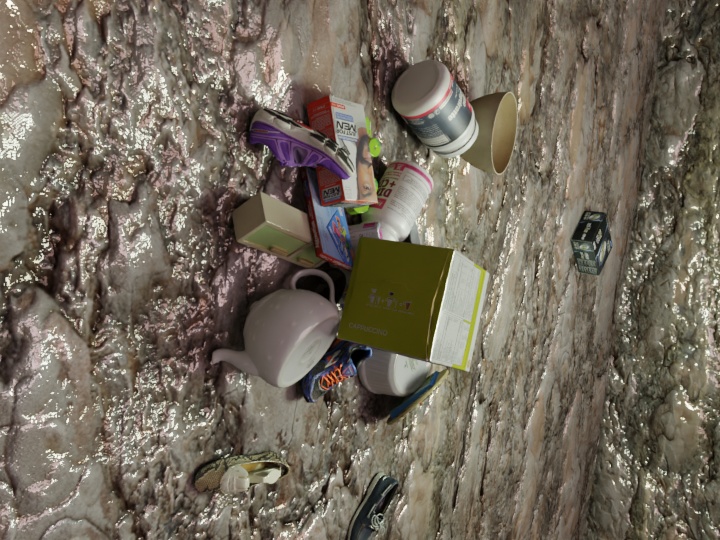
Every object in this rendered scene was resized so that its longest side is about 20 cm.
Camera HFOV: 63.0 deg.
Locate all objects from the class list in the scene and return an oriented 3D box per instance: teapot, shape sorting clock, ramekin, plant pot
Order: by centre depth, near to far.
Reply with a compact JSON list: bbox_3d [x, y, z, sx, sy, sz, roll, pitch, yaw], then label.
[{"bbox_3d":[-0.141,0.103,1.080,0.198,0.146,0.200,-59,160,19],"label":"teapot"},{"bbox_3d":[0.091,0.210,1.414,0.202,0.094,0.203,-15,110,-47],"label":"ramekin"},{"bbox_3d":[0.142,0.313,1.448,0.200,0.200,0.039,-33,83,-41],"label":"shape sorting clock"},{"bbox_3d":[0.302,-0.351,1.485,0.200,0.134,0.201,-34,130,-53],"label":"plant pot"}]

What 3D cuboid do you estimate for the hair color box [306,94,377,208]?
[{"bbox_3d":[-0.034,-0.225,1.138,0.111,0.064,0.201,-6,87,-54],"label":"hair color box"}]

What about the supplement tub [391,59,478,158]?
[{"bbox_3d":[0.173,-0.363,1.337,0.200,0.140,0.141,37,71,-47],"label":"supplement tub"}]

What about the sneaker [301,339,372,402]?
[{"bbox_3d":[-0.050,0.207,1.258,0.200,0.078,0.076,-45,129,-34],"label":"sneaker"}]

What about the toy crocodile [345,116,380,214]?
[{"bbox_3d":[-0.004,-0.216,1.218,0.062,0.067,0.201,-8,105,-48],"label":"toy crocodile"}]

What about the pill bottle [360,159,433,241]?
[{"bbox_3d":[0.071,-0.134,1.293,0.113,0.113,0.200,49,62,-44],"label":"pill bottle"}]

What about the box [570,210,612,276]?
[{"bbox_3d":[0.916,-0.108,2.322,0.164,0.086,0.200,-55,135,-25],"label":"box"}]

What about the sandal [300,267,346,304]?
[{"bbox_3d":[-0.094,0.084,1.185,0.055,0.081,0.201,-42,154,-86],"label":"sandal"}]

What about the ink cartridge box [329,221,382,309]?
[{"bbox_3d":[0.000,0.000,1.238,0.042,0.119,0.201,-70,150,-61],"label":"ink cartridge box"}]

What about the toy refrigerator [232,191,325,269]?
[{"bbox_3d":[-0.132,-0.065,1.078,0.200,0.076,0.070,23,45,-51],"label":"toy refrigerator"}]

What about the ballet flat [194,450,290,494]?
[{"bbox_3d":[-0.212,0.385,1.112,0.200,0.075,0.068,7,94,-50],"label":"ballet flat"}]

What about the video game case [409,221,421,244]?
[{"bbox_3d":[0.137,-0.029,1.371,0.200,0.024,0.183,-93,169,-58],"label":"video game case"}]

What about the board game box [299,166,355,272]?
[{"bbox_3d":[-0.063,-0.099,1.126,0.103,0.019,0.201,24,44,-47],"label":"board game box"}]

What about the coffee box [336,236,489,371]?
[{"bbox_3d":[0.103,0.064,1.115,0.198,0.199,0.201,23,79,-56],"label":"coffee box"}]

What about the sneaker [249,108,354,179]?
[{"bbox_3d":[-0.103,-0.212,1.047,0.084,0.199,0.081,-61,-173,22],"label":"sneaker"}]

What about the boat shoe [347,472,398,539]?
[{"bbox_3d":[0.035,0.611,1.469,0.200,0.062,0.075,-59,139,-21],"label":"boat shoe"}]
